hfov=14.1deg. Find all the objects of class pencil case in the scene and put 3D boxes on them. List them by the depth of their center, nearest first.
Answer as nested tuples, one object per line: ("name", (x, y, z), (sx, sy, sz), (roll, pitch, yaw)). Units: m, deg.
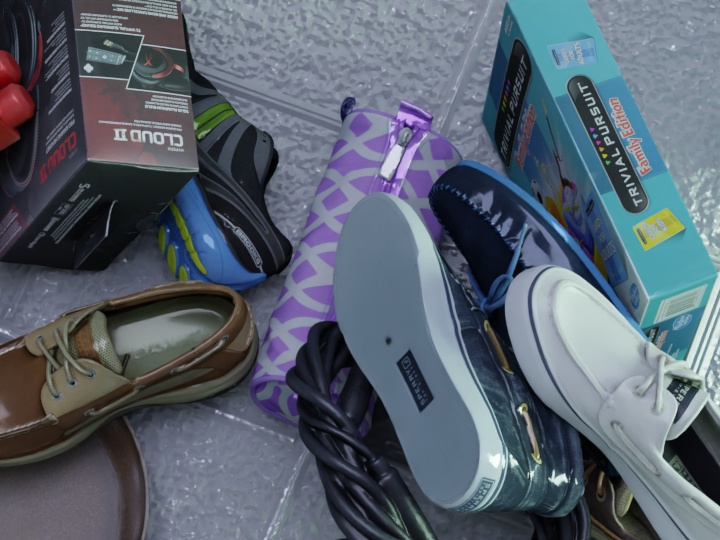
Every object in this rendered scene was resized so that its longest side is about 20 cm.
("pencil case", (0.000, 0.000, 1.714), (0.083, 0.086, 0.201), (21, 71, -9))

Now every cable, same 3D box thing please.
("cable", (0.044, 0.104, 1.605), (0.162, 0.051, 0.201), (0, 58, -40))

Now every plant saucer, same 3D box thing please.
("plant saucer", (-0.220, 0.141, 1.691), (0.199, 0.032, 0.202), (0, 67, 1))

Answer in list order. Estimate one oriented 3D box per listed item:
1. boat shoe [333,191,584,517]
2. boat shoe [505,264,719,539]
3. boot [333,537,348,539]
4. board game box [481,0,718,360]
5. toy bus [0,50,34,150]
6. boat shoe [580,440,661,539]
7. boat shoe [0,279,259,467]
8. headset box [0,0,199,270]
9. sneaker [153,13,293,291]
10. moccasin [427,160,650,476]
("boat shoe", (0.053, 0.050, 1.588), (0.071, 0.091, 0.201), (-42, 52, 31))
("boat shoe", (0.156, 0.075, 1.553), (0.072, 0.066, 0.201), (-42, 102, -38))
("boot", (0.055, 0.187, 1.634), (0.198, 0.090, 0.073), (-4, 68, 0))
("board game box", (0.135, -0.045, 1.692), (0.047, 0.151, 0.201), (-19, 68, -12))
("toy bus", (-0.272, -0.044, 1.676), (0.191, 0.136, 0.201), (-28, 56, 10))
("boat shoe", (0.156, 0.124, 1.661), (0.072, 0.072, 0.200), (-34, 69, -25))
("boat shoe", (-0.155, 0.050, 1.670), (0.199, 0.074, 0.076), (-20, 67, -12))
("headset box", (-0.163, -0.102, 1.717), (0.075, 0.149, 0.201), (4, 66, -27))
("sneaker", (-0.095, -0.073, 1.763), (0.082, 0.071, 0.201), (-6, 60, -29))
("moccasin", (0.102, 0.026, 1.623), (0.068, 0.081, 0.200), (-37, 77, -20))
